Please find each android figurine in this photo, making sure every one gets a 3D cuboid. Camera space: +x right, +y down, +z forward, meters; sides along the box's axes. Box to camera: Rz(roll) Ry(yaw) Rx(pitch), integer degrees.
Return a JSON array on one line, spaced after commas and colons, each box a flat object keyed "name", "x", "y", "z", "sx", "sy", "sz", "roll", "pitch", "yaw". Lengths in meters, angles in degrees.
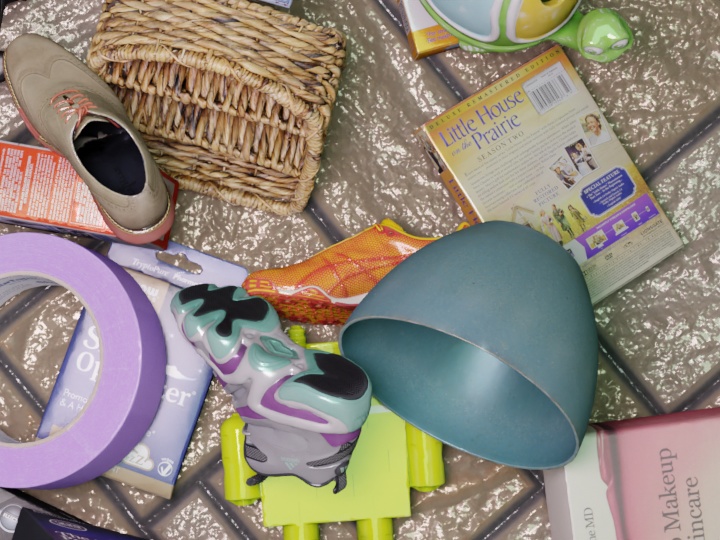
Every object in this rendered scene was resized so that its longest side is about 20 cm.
[{"name": "android figurine", "x": -0.023, "y": 0.142, "z": 1.534, "sx": 0.182, "sy": 0.041, "sz": 0.200, "roll": -2, "pitch": 90, "yaw": -2}]

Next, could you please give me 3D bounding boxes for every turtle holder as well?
[{"name": "turtle holder", "x": 0.118, "y": -0.233, "z": 1.476, "sx": 0.141, "sy": 0.132, "sz": 0.186, "roll": -20, "pitch": 88, "yaw": -5}]

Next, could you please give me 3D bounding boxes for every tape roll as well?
[{"name": "tape roll", "x": -0.258, "y": 0.073, "z": 1.489, "sx": 0.200, "sy": 0.066, "sz": 0.201, "roll": -2, "pitch": 83, "yaw": 13}]

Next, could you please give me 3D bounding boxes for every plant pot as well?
[{"name": "plant pot", "x": 0.102, "y": 0.042, "z": 1.437, "sx": 0.200, "sy": 0.200, "sz": 0.135, "roll": 30, "pitch": 66, "yaw": -1}]

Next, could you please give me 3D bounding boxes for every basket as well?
[{"name": "basket", "x": -0.120, "y": -0.138, "z": 1.492, "sx": 0.200, "sy": 0.143, "sz": 0.149, "roll": 17, "pitch": 86, "yaw": -2}]

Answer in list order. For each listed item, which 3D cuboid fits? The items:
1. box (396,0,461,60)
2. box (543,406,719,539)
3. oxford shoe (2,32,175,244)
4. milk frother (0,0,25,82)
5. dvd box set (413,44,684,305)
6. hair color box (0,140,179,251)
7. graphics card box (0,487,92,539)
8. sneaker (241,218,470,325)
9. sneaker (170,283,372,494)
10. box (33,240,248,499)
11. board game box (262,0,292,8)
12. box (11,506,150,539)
[{"name": "box", "x": 0.075, "y": -0.288, "z": 1.561, "sx": 0.119, "sy": 0.041, "sz": 0.200, "roll": -16, "pitch": 90, "yaw": -3}, {"name": "box", "x": 0.255, "y": 0.180, "z": 1.512, "sx": 0.200, "sy": 0.109, "sz": 0.128, "roll": -7, "pitch": 88, "yaw": -4}, {"name": "oxford shoe", "x": -0.204, "y": -0.114, "z": 1.403, "sx": 0.070, "sy": 0.075, "sz": 0.200, "roll": -37, "pitch": 71, "yaw": -14}, {"name": "milk frother", "x": -0.362, "y": -0.219, "z": 1.451, "sx": 0.188, "sy": 0.200, "sz": 0.181, "roll": -22, "pitch": 79, "yaw": -4}, {"name": "dvd box set", "x": 0.155, "y": -0.067, "z": 1.544, "sx": 0.146, "sy": 0.029, "sz": 0.200, "roll": -32, "pitch": 89, "yaw": -18}, {"name": "hair color box", "x": -0.254, "y": -0.064, "z": 1.489, "sx": 0.200, "sy": 0.111, "sz": 0.064, "roll": 11, "pitch": 88, "yaw": 5}, {"name": "graphics card box", "x": -0.308, "y": 0.272, "z": 1.508, "sx": 0.125, "sy": 0.051, "sz": 0.200, "roll": 27, "pitch": 84, "yaw": -2}, {"name": "sneaker", "x": 0.000, "y": 0.000, "z": 1.537, "sx": 0.200, "sy": 0.073, "sz": 0.077, "roll": -6, "pitch": 72, "yaw": -10}, {"name": "sneaker", "x": -0.083, "y": 0.106, "z": 1.478, "sx": 0.200, "sy": 0.078, "sz": 0.140, "roll": 35, "pitch": 129, "yaw": 33}, {"name": "box", "x": -0.179, "y": 0.073, "z": 1.535, "sx": 0.121, "sy": 0.032, "sz": 0.200, "roll": 19, "pitch": 85, "yaw": -1}, {"name": "board game box", "x": -0.139, "y": -0.263, "z": 1.475, "sx": 0.200, "sy": 0.200, "sz": 0.062, "roll": 17, "pitch": 100, "yaw": -2}, {"name": "box", "x": -0.164, "y": 0.253, "z": 1.443, "sx": 0.200, "sy": 0.141, "sz": 0.079, "roll": 18, "pitch": 85, "yaw": -22}]
